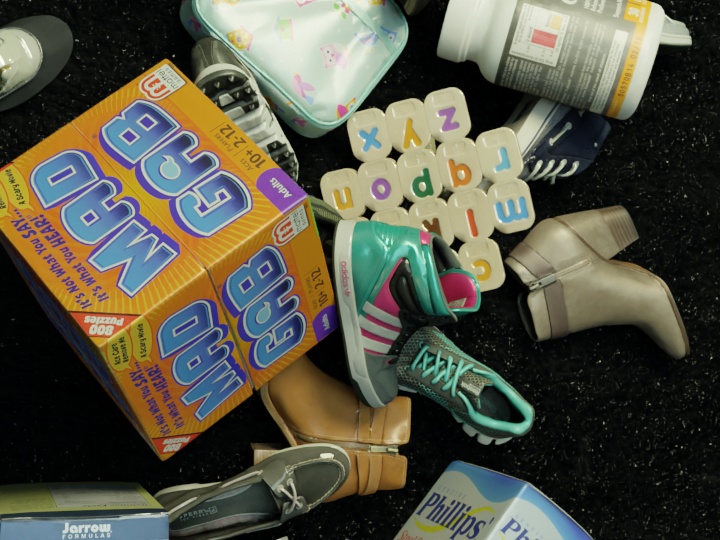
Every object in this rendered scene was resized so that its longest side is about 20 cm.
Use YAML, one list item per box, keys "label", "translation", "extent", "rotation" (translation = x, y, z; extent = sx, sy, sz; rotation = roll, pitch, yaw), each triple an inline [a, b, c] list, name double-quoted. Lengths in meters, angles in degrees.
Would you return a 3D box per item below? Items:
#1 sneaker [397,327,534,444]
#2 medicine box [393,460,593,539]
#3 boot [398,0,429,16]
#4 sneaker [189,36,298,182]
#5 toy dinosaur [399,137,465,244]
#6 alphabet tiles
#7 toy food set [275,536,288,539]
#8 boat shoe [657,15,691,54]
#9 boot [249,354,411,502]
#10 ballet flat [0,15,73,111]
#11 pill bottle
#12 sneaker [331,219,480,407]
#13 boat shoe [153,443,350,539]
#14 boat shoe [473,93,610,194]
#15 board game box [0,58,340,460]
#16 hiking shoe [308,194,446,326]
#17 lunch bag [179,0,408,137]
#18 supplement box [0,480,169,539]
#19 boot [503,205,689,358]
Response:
- label: "sneaker"
  translation: [0.092, 0.103, 1.257]
  extent: [0.200, 0.091, 0.078]
  rotation: [32, 79, -14]
- label: "medicine box"
  translation: [0.097, 0.295, 1.205]
  extent: [0.103, 0.182, 0.200]
  rotation: [41, 77, -13]
- label: "boot"
  translation: [0.022, -0.316, 1.199]
  extent: [0.073, 0.200, 0.151]
  rotation: [-44, 96, 6]
- label: "sneaker"
  translation: [-0.109, -0.139, 1.181]
  extent: [0.066, 0.200, 0.091]
  rotation: [-22, 53, 1]
- label: "toy dinosaur"
  translation: [0.074, -0.065, 1.283]
  extent: [0.088, 0.047, 0.201]
  rotation: [12, 81, -10]
- label: "alphabet tiles"
  translation: [0.063, -0.068, 1.233]
  extent: [0.199, 0.015, 0.197]
  rotation: [-13, 94, 16]
- label: "toy food set"
  translation: [-0.108, 0.365, 1.202]
  extent: [0.143, 0.060, 0.201]
  rotation: [-17, 93, -18]
- label: "boat shoe"
  translation: [0.253, -0.270, 1.332]
  extent: [0.201, 0.074, 0.065]
  rotation: [11, 88, -10]
- label: "boot"
  translation: [-0.025, 0.124, 1.221]
  extent: [0.154, 0.077, 0.201]
  rotation: [1, 94, -12]
- label: "ballet flat"
  translation: [-0.341, -0.169, 1.139]
  extent: [0.200, 0.073, 0.073]
  rotation: [-33, 98, -16]
- label: "pill bottle"
  translation: [0.182, -0.226, 1.236]
  extent: [0.199, 0.116, 0.117]
  rotation: [17, 83, 4]
- label: "sneaker"
  translation: [0.048, 0.040, 1.141]
  extent: [0.120, 0.084, 0.201]
  rotation: [-1, 128, 12]
- label: "boat shoe"
  translation: [-0.103, 0.216, 1.175]
  extent: [0.199, 0.057, 0.067]
  rotation: [-17, 115, 5]
- label: "boat shoe"
  translation: [0.181, -0.114, 1.291]
  extent: [0.093, 0.075, 0.200]
  rotation: [46, 65, -15]
- label: "board game box"
  translation: [-0.165, -0.008, 1.081]
  extent: [0.200, 0.200, 0.200]
  rotation: [-37, 60, -15]
- label: "hiking shoe"
  translation: [0.000, 0.000, 1.199]
  extent: [0.199, 0.101, 0.076]
  rotation: [27, 104, 9]
- label: "lunch bag"
  translation: [-0.062, -0.243, 1.225]
  extent: [0.200, 0.077, 0.161]
  rotation: [42, 78, -13]
- label: "supplement box"
  translation: [-0.244, 0.290, 1.087]
  extent: [0.134, 0.200, 0.201]
  rotation: [1, 88, -17]
- label: "boot"
  translation: [0.239, 0.033, 1.326]
  extent: [0.146, 0.070, 0.201]
  rotation: [-29, 96, -10]
